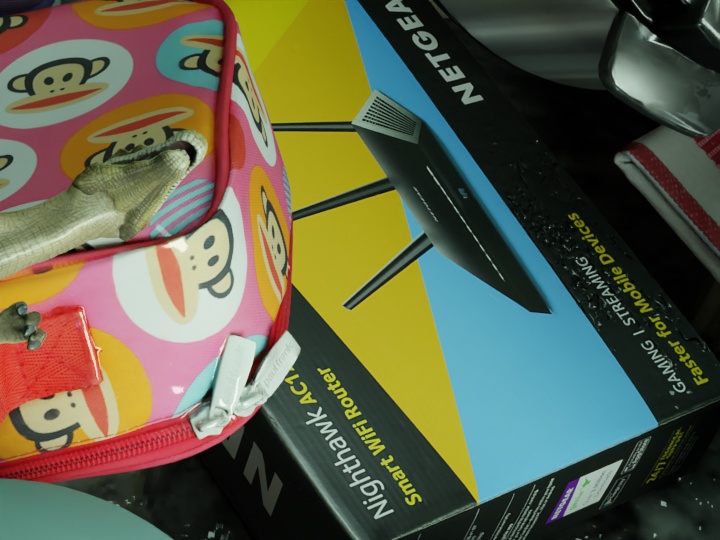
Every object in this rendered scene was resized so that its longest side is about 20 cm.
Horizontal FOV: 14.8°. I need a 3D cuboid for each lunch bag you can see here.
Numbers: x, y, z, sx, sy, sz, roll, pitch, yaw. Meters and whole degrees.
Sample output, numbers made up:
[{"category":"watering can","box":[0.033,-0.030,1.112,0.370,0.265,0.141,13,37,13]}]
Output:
[{"category":"lunch bag","box":[-0.117,0.004,0.724,0.199,0.082,0.176,-12,28,6]}]

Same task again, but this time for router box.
[{"category":"router box","box":[0.000,0.000,0.860,0.149,0.051,0.200,-20,59,-32]}]

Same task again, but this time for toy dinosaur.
[{"category":"toy dinosaur","box":[-0.137,-0.003,0.645,0.199,0.059,0.101,3,29,9]}]

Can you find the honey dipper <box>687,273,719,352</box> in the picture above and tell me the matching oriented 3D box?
[{"category":"honey dipper","box":[0.202,0.050,0.906,0.199,0.038,0.038,27,45,2]}]

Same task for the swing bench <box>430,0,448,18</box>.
[{"category":"swing bench","box":[0.002,-0.194,0.984,0.198,0.130,0.201,-3,50,-25]}]

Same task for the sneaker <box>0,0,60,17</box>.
[{"category":"sneaker","box":[-0.149,-0.174,0.936,0.075,0.088,0.200,-17,57,-32]}]

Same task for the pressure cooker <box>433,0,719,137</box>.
[{"category":"pressure cooker","box":[0.115,-0.144,0.845,0.178,0.200,0.177,-20,102,-21]}]

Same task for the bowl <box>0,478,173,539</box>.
[{"category":"bowl","box":[-0.088,0.127,0.636,0.200,0.201,0.105,37,28,14]}]

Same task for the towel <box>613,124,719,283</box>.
[{"category":"towel","box":[0.198,-0.029,0.897,0.199,0.023,0.144,-27,64,-30]}]
